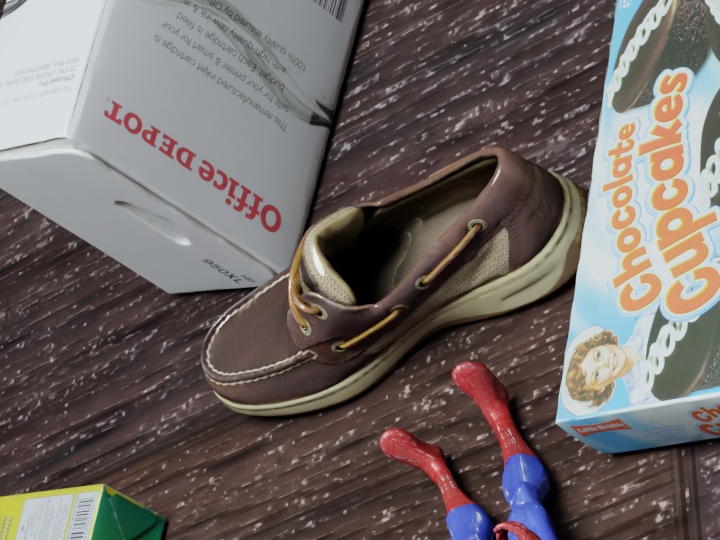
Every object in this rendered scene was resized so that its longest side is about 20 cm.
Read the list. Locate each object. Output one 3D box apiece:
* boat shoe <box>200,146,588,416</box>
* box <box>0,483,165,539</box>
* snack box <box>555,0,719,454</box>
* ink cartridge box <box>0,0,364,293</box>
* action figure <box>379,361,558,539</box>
[{"bbox_3d":[0.000,0.000,1.200,0.199,0.072,0.073,-23,50,34],"label":"boat shoe"},{"bbox_3d":[-0.183,0.166,1.298,0.199,0.048,0.118,-8,60,39],"label":"box"},{"bbox_3d":[0.143,-0.033,1.104,0.116,0.037,0.201,-13,56,40],"label":"snack box"},{"bbox_3d":[-0.082,-0.109,1.298,0.084,0.144,0.201,-8,59,44],"label":"ink cartridge box"},{"bbox_3d":[0.047,0.111,1.066,0.065,0.099,0.201,-44,44,16],"label":"action figure"}]
